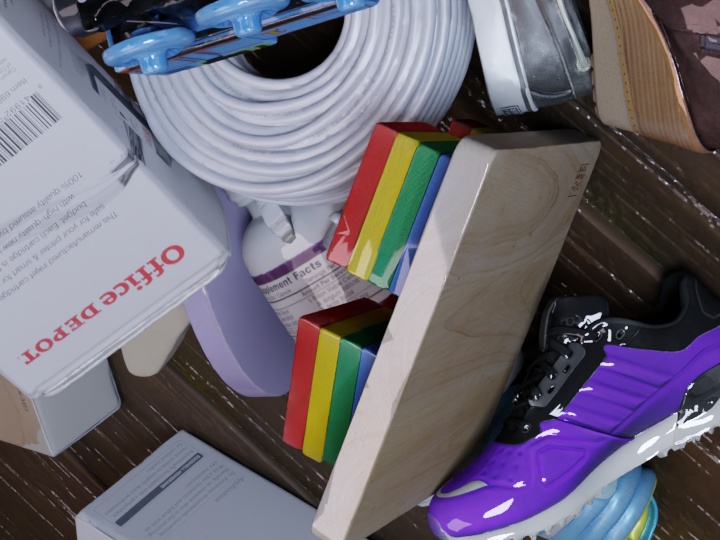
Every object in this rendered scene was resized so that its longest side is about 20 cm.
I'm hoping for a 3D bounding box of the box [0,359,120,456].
[{"bbox_3d":[-0.290,0.070,1.435,0.199,0.078,0.096,9,125,40],"label":"box"}]

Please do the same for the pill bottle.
[{"bbox_3d":[0.000,0.000,1.068,0.112,0.112,0.201,-25,101,50],"label":"pill bottle"}]

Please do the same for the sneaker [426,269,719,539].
[{"bbox_3d":[0.111,0.065,0.965,0.100,0.199,0.070,63,169,-11],"label":"sneaker"}]

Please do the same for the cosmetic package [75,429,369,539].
[{"bbox_3d":[-0.093,0.262,1.354,0.199,0.123,0.201,28,135,29],"label":"cosmetic package"}]

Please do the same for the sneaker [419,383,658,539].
[{"bbox_3d":[0.103,0.135,1.104,0.130,0.080,0.200,35,165,-13],"label":"sneaker"}]

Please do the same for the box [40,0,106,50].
[{"bbox_3d":[-0.195,-0.192,1.040,0.097,0.200,0.125,23,134,30],"label":"box"}]

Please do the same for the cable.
[{"bbox_3d":[-0.037,-0.135,0.966,0.200,0.069,0.200,46,108,15],"label":"cable"}]

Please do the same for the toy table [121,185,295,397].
[{"bbox_3d":[-0.116,-0.016,1.134,0.116,0.184,0.202,-2,105,27],"label":"toy table"}]

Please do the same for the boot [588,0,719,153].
[{"bbox_3d":[0.181,-0.147,0.833,0.165,0.072,0.202,5,122,28],"label":"boot"}]

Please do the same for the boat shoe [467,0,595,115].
[{"bbox_3d":[0.076,-0.180,0.900,0.063,0.071,0.202,-11,106,13],"label":"boat shoe"}]

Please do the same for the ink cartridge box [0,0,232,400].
[{"bbox_3d":[-0.184,-0.046,0.970,0.145,0.085,0.200,-34,125,11],"label":"ink cartridge box"}]

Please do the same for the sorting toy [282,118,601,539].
[{"bbox_3d":[0.031,0.017,0.919,0.069,0.200,0.201,25,103,17],"label":"sorting toy"}]

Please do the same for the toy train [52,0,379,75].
[{"bbox_3d":[-0.048,-0.150,0.873,0.198,0.114,0.088,-15,90,22],"label":"toy train"}]
